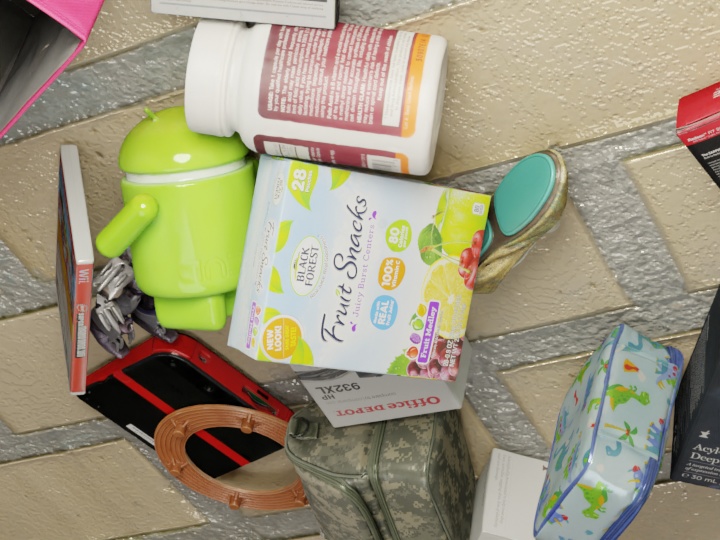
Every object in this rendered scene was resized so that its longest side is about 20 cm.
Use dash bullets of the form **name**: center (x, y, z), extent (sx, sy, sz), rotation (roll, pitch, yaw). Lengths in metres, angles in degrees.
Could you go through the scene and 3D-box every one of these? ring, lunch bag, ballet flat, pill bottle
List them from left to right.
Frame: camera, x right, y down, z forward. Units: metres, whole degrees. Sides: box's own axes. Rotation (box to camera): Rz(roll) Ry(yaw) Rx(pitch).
- **ring**: center (-0.130, 0.211, 1.749), extent (0.200, 0.019, 0.201), rotation (8, 142, 6)
- **pill bottle**: center (-0.034, -0.146, 1.297), extent (0.199, 0.114, 0.114), rotation (9, 139, 5)
- **lunch bag**: center (0.020, 0.217, 1.665), extent (0.167, 0.140, 0.200), rotation (-1, 140, 18)
- **ballet flat**: center (0.138, -0.040, 1.416), extent (0.071, 0.071, 0.200), rotation (27, 136, -15)
- **lunch bag**: center (0.230, 0.163, 1.507), extent (0.082, 0.200, 0.161), rotation (25, 136, -3)

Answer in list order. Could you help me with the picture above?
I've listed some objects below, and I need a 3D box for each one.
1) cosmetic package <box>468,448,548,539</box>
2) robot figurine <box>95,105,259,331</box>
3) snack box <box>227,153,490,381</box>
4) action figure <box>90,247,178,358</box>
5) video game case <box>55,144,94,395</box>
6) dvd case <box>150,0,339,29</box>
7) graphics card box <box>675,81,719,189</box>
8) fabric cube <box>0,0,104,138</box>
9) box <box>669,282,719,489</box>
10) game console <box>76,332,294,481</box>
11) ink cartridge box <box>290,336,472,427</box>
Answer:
- **cosmetic package**: center (0.149, 0.297, 1.744), extent (0.081, 0.113, 0.200), rotation (14, 137, -2)
- **robot figurine**: center (-0.146, -0.051, 1.391), extent (0.115, 0.175, 0.201), rotation (3, 108, 33)
- **snack box**: center (0.000, 0.000, 1.366), extent (0.199, 0.169, 0.068), rotation (7, -175, -28)
- **action figure**: center (-0.206, 0.016, 1.529), extent (0.069, 0.130, 0.200), rotation (50, 154, 12)
- **video game case**: center (-0.269, 0.002, 1.503), extent (0.017, 0.143, 0.200), rotation (-4, 141, -15)
- **dvd case**: center (-0.088, -0.279, 1.207), extent (0.150, 0.025, 0.200), rotation (6, 130, 4)
- **graphics card box**: center (0.361, -0.086, 1.312), extent (0.125, 0.051, 0.200), rotation (-23, 126, 33)
- **fabric cube**: center (-0.304, -0.237, 1.203), extent (0.200, 0.200, 0.196), rotation (33, 136, -22)
- **box**: center (0.383, 0.112, 1.482), extent (0.148, 0.107, 0.200), rotation (11, 138, 3)
- **game console**: center (-0.184, 0.149, 1.731), extent (0.200, 0.031, 0.177), rotation (39, 136, -26)
- **ink cartridge box**: center (0.001, 0.052, 1.529), extent (0.145, 0.084, 0.200), rotation (-11, 134, 25)
